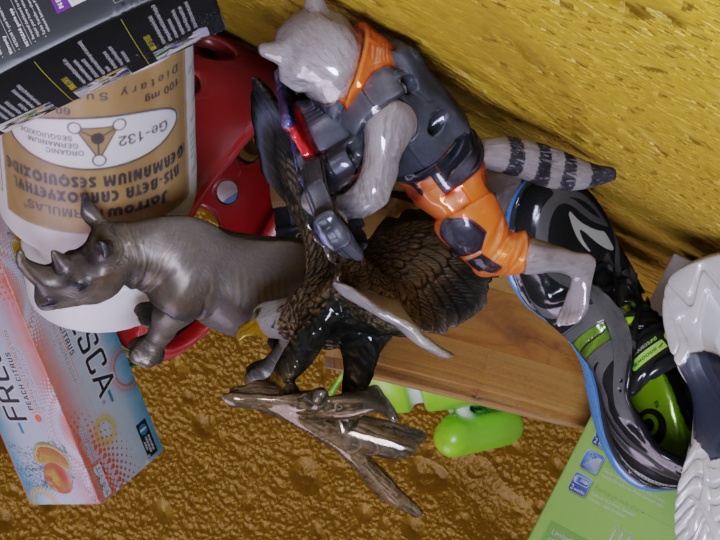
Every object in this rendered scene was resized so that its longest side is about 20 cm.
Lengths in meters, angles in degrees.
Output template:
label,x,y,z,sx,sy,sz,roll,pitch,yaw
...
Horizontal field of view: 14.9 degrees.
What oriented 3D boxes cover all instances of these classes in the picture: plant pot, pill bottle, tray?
label,x,y,z,sx,sy,sz,roll,pitch,yaw
plant pot,-0.148,-0.069,1.719,0.182,0.201,0.200,30,178,13
pill bottle,-0.147,-0.070,1.520,0.114,0.114,0.201,26,135,29
tray,0.073,0.027,1.593,0.199,0.099,0.037,15,174,-39

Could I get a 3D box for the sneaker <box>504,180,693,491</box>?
label,x,y,z,sx,sy,sz,roll,pitch,yaw
sneaker,0.145,0.031,1.509,0.083,0.071,0.200,-5,116,60

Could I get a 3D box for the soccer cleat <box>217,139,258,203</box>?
label,x,y,z,sx,sy,sz,roll,pitch,yaw
soccer cleat,-0.003,-0.064,1.850,0.199,0.087,0.070,4,179,8

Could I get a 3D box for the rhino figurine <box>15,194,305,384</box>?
label,x,y,z,sx,sy,sz,roll,pitch,yaw
rhino figurine,-0.095,0.007,1.490,0.199,0.088,0.060,13,-142,-29

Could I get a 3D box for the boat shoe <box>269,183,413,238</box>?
label,x,y,z,sx,sy,sz,roll,pitch,yaw
boat shoe,0.041,-0.027,1.662,0.199,0.063,0.075,7,178,-1

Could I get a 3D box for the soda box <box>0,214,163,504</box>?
label,x,y,z,sx,sy,sz,roll,pitch,yaw
soda box,-0.191,0.039,1.638,0.063,0.068,0.201,-2,116,39

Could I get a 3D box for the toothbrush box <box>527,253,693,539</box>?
label,x,y,z,sx,sy,sz,roll,pitch,yaw
toothbrush box,0.206,0.115,1.598,0.145,0.201,0.086,26,178,19

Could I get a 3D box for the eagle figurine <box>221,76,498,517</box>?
label,x,y,z,sx,sy,sz,roll,pitch,yaw
eagle figurine,-0.007,0.000,1.417,0.150,0.201,0.152,6,146,15

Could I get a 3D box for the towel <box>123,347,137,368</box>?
label,x,y,z,sx,sy,sz,roll,pitch,yaw
towel,-0.237,-0.005,1.726,0.200,0.031,0.149,13,-151,-50

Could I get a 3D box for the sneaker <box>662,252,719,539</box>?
label,x,y,z,sx,sy,sz,roll,pitch,yaw
sneaker,0.222,0.095,1.461,0.079,0.200,0.129,-22,160,32

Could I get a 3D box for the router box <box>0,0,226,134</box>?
label,x,y,z,sx,sy,sz,roll,pitch,yaw
router box,-0.142,-0.115,1.296,0.200,0.149,0.051,114,130,-88

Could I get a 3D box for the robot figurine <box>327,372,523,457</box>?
label,x,y,z,sx,sy,sz,roll,pitch,yaw
robot figurine,0.070,0.026,1.740,0.199,0.176,0.116,-9,179,5

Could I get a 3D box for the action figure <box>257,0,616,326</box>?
label,x,y,z,sx,sy,sz,roll,pitch,yaw
action figure,0.025,-0.075,1.358,0.193,0.105,0.200,37,-157,-35
